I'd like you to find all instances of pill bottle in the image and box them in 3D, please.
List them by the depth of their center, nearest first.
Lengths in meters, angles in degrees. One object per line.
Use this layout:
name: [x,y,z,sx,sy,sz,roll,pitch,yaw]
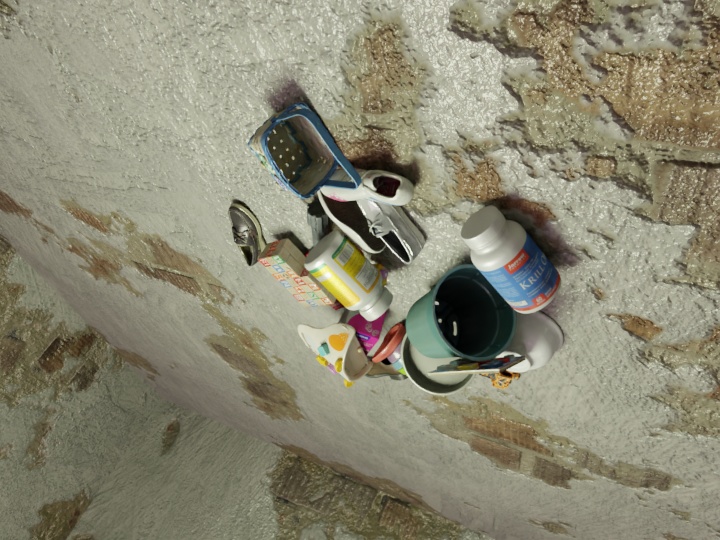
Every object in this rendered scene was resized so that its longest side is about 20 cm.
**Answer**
pill bottle: [0.276,-0.022,1.040,0.200,0.113,0.112,43,146,-23]
pill bottle: [-0.021,0.017,1.247,0.200,0.113,0.112,45,146,-18]

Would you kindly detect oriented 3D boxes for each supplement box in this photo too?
supplement box: [-0.009,0.166,1.542,0.100,0.104,0.200,19,148,-5]

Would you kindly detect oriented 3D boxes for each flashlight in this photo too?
flashlight: [-0.097,-0.081,1.313,0.067,0.068,0.201,27,145,21]

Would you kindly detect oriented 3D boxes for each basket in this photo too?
basket: [-0.103,-0.219,1.040,0.199,0.140,0.177,5,143,48]

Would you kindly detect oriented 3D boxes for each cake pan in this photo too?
cake pan: [0.201,0.210,1.397,0.199,0.202,0.037,20,-169,16]

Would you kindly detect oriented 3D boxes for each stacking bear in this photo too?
stacking bear: [0.151,0.245,1.501,0.200,0.122,0.114,39,142,-3]

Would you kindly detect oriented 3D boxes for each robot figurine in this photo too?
robot figurine: [0.314,0.244,1.442,0.199,0.058,0.145,22,149,13]

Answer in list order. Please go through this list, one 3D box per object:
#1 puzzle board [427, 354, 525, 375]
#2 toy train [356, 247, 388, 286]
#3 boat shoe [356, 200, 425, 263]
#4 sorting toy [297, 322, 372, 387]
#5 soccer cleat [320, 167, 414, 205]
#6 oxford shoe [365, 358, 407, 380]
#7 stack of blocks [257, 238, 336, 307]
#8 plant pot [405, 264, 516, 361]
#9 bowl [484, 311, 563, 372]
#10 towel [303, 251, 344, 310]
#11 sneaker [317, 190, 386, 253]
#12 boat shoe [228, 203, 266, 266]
puzzle board: [0.245,0.194,1.159,0.150,0.018,0.199,-8,175,30]
toy train: [0.000,0.000,1.359,0.149,0.056,0.201,23,145,13]
boat shoe: [0.051,-0.095,1.158,0.072,0.069,0.200,-11,128,49]
sorting toy: [-0.083,0.209,1.481,0.179,0.107,0.201,24,155,30]
soccer cleat: [0.006,-0.170,1.074,0.198,0.071,0.086,8,173,19]
oxford shoe: [0.064,0.281,1.707,0.199,0.073,0.085,-9,117,42]
stack of blocks: [-0.155,0.008,1.444,0.115,0.059,0.200,-10,133,42]
plant pot: [0.203,0.109,1.229,0.199,0.201,0.196,35,157,-9]
bowl: [0.353,0.169,1.274,0.199,0.091,0.202,20,148,13]
towel: [-0.101,0.030,1.511,0.200,0.023,0.144,39,146,-18]
sneaker: [-0.032,-0.114,1.199,0.200,0.073,0.085,51,163,-16]
boat shoe: [-0.301,-0.088,1.462,0.071,0.065,0.201,17,146,23]
